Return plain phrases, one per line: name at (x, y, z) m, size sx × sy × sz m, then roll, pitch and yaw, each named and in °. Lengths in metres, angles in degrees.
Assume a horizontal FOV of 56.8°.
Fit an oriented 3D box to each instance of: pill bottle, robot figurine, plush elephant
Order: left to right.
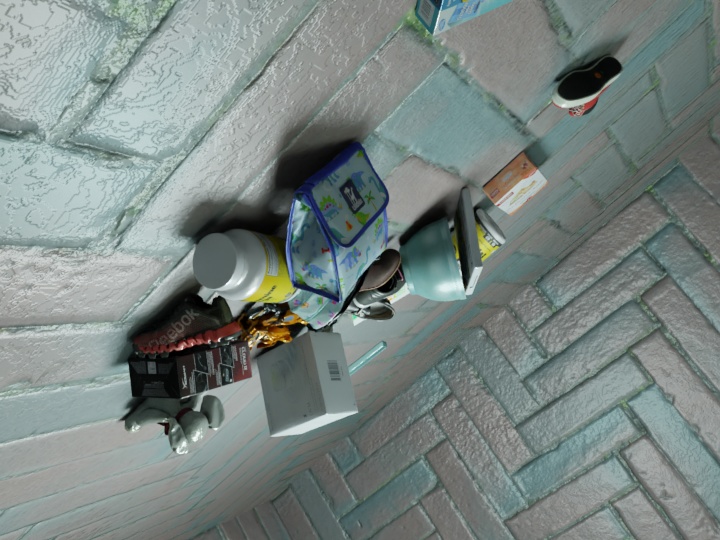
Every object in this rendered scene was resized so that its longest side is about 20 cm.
plush elephant at (-0.390, 0.324, 1.445) m, size 0.163 × 0.156 × 0.201 m, roll -16°, pitch 154°, yaw -45°
pill bottle at (-0.180, -0.006, 1.091) m, size 0.112 × 0.113 × 0.199 m, roll -41°, pitch 161°, yaw 16°
robot figurine at (-0.204, 0.124, 1.448) m, size 0.145 × 0.059 × 0.199 m, roll -47°, pitch 159°, yaw 26°
pill bottle at (0.281, -0.059, 1.781) m, size 0.200 × 0.115 × 0.114 m, roll -43°, pitch 160°, yaw 18°

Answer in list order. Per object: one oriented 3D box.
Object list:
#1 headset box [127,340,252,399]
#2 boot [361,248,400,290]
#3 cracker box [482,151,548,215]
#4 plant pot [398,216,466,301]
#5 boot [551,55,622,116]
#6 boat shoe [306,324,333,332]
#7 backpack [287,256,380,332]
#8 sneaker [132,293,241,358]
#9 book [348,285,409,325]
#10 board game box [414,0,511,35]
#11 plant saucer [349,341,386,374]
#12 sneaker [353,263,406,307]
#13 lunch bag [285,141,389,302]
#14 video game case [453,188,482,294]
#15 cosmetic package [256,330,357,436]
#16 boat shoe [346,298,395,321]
headset box at (-0.315, 0.184, 1.270) m, size 0.147 × 0.079 × 0.199 m, roll -6°, pitch 180°, yaw 35°
boot at (0.000, 0.000, 1.489) m, size 0.198 × 0.073 × 0.166 m, roll -32°, pitch 164°, yaw 0°
cracker box at (0.401, -0.217, 1.704) m, size 0.134 × 0.058 × 0.199 m, roll -42°, pitch 160°, yaw 17°
plant pot at (0.169, -0.015, 1.609) m, size 0.132 × 0.204 × 0.200 m, roll -14°, pitch 164°, yaw 9°
boot at (0.468, -0.368, 1.445) m, size 0.198 × 0.073 × 0.145 m, roll -31°, pitch 163°, yaw -27°
boat shoe at (-0.101, 0.122, 1.624) m, size 0.075 × 0.061 × 0.200 m, roll -35°, pitch 162°, yaw -2°
backpack at (-0.064, 0.016, 1.258) m, size 0.167 × 0.126 × 0.201 m, roll -45°, pitch -168°, yaw 44°
sneaker at (-0.312, 0.095, 1.172) m, size 0.196 × 0.100 × 0.071 m, roll -13°, pitch -177°, yaw 7°
book at (0.052, 0.055, 1.774) m, size 0.198 × 0.048 × 0.134 m, roll -31°, pitch 155°, yaw -12°
board game box at (0.173, -0.407, 0.857) m, size 0.198 × 0.047 × 0.152 m, roll -29°, pitch 161°, yaw -19°
plant saucer at (0.012, 0.322, 2.382) m, size 0.199 × 0.019 × 0.070 m, roll -39°, pitch 162°, yaw 6°
sneaker at (0.076, 0.024, 1.640) m, size 0.199 × 0.072 × 0.099 m, roll -30°, pitch 178°, yaw -37°
lunch bag at (-0.037, -0.083, 1.079) m, size 0.170 × 0.125 × 0.203 m, roll -48°, pitch 143°, yaw -42°
video game case at (0.259, -0.067, 1.614) m, size 0.022 × 0.204 × 0.183 m, roll -6°, pitch 159°, yaw -1°
cosmetic package at (-0.135, 0.278, 1.626) m, size 0.198 × 0.203 × 0.122 m, roll -29°, pitch 156°, yaw 34°
boat shoe at (0.009, 0.090, 1.672) m, size 0.198 × 0.060 × 0.075 m, roll 16°, pitch 114°, yaw -45°
